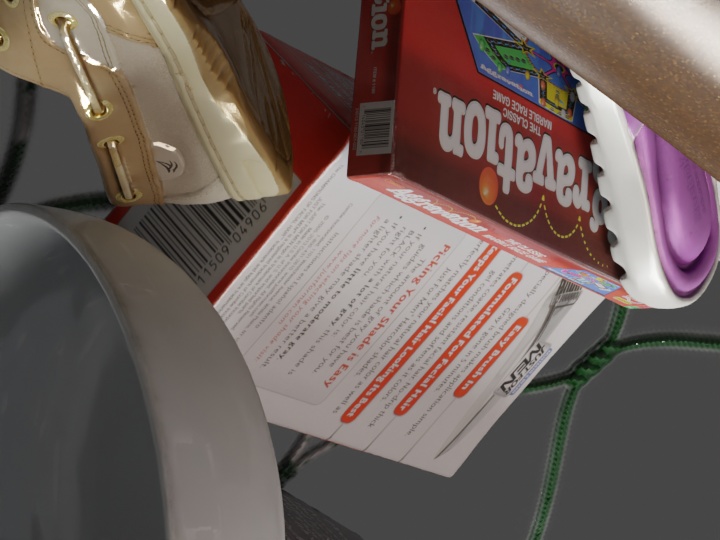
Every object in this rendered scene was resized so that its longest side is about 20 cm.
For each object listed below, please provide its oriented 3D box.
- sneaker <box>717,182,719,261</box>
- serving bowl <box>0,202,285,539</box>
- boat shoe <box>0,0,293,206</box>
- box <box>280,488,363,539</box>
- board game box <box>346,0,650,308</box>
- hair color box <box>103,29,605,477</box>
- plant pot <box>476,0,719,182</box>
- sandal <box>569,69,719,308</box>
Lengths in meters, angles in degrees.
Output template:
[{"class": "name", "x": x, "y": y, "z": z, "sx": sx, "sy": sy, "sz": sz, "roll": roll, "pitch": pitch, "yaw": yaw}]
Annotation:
[{"class": "sneaker", "x": 0.205, "y": -0.064, "z": 1.076, "sx": 0.200, "sy": 0.081, "sz": 0.088, "roll": -21, "pitch": 148, "yaw": -18}, {"class": "serving bowl", "x": -0.077, "y": 0.080, "z": 0.814, "sx": 0.066, "sy": 0.200, "sz": 0.200, "roll": -1, "pitch": 132, "yaw": -32}, {"class": "boat shoe", "x": -0.079, "y": -0.079, "z": 0.748, "sx": 0.069, "sy": 0.074, "sz": 0.200, "roll": -16, "pitch": 140, "yaw": 10}, {"class": "box", "x": -0.059, "y": 0.173, "z": 0.958, "sx": 0.166, "sy": 0.164, "sz": 0.200, "roll": -49, "pitch": 141, "yaw": 3}, {"class": "board game box", "x": 0.058, "y": -0.057, "z": 0.910, "sx": 0.200, "sy": 0.019, "sz": 0.103, "roll": 22, "pitch": 70, "yaw": -56}, {"class": "hair color box", "x": 0.000, "y": 0.000, "z": 0.939, "sx": 0.111, "sy": 0.064, "sz": 0.200, "roll": -50, "pitch": 146, "yaw": 11}, {"class": "plant pot", "x": 0.132, "y": -0.108, "z": 0.784, "sx": 0.198, "sy": 0.200, "sz": 0.200, "roll": 28, "pitch": 111, "yaw": -23}, {"class": "sandal", "x": 0.107, "y": -0.078, "z": 0.909, "sx": 0.082, "sy": 0.050, "sz": 0.203, "roll": -54, "pitch": 139, "yaw": -42}]
